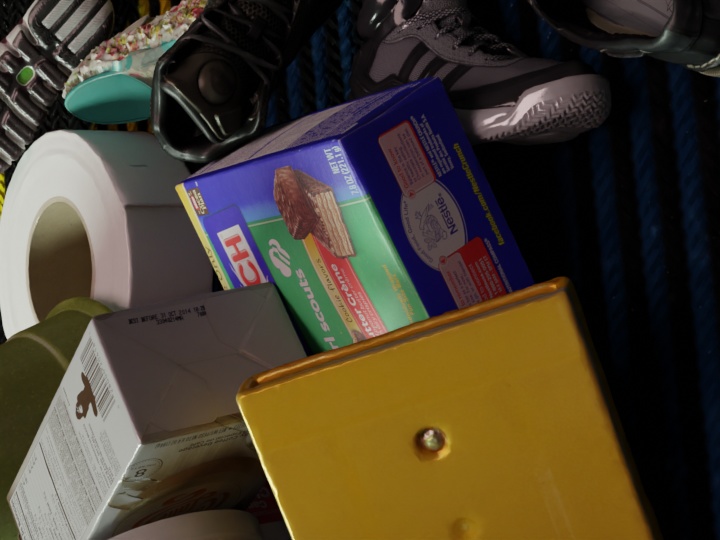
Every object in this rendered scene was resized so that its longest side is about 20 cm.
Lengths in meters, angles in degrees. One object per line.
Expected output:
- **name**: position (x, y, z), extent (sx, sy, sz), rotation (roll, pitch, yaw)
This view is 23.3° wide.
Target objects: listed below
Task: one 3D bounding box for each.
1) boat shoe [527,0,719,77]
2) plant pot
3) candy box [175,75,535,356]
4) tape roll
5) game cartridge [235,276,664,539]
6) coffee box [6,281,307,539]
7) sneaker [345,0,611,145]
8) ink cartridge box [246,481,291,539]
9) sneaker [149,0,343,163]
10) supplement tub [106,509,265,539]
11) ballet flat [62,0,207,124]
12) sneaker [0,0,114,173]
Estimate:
- **boat shoe**: position (0.111, -0.151, 0.869), extent (0.199, 0.066, 0.075), rotation (45, 126, 42)
- **plant pot**: position (-0.246, 0.133, 1.134), extent (0.199, 0.188, 0.203), rotation (20, 115, 49)
- **candy box**: position (0.000, 0.000, 0.948), extent (0.199, 0.077, 0.170), rotation (-8, 110, 60)
- **tape roll**: position (-0.187, -0.001, 1.257), extent (0.201, 0.070, 0.205), rotation (2, 92, 53)
- **game cartridge**: position (0.053, 0.122, 0.861), extent (0.174, 0.032, 0.202), rotation (-17, 104, 14)
- **coffee box**: position (-0.115, 0.102, 0.978), extent (0.080, 0.113, 0.200), rotation (63, 145, 24)
- **sneaker**: position (0.054, -0.123, 0.935), extent (0.199, 0.075, 0.115), rotation (0, 94, 55)
- **ink cartridge box**: position (-0.054, 0.243, 1.082), extent (0.148, 0.085, 0.201), rotation (-57, 48, 35)
- **sneaker**: position (-0.055, -0.140, 0.976), extent (0.200, 0.076, 0.114), rotation (-51, 15, 17)
- **supplement tub**: position (-0.083, 0.246, 0.940), extent (0.144, 0.143, 0.202), rotation (-44, 58, 43)
- **ballet flat**: position (-0.131, -0.148, 1.193), extent (0.199, 0.075, 0.065), rotation (-10, 57, 47)
- **sneaker**: position (-0.256, -0.139, 1.301), extent (0.200, 0.076, 0.116), rotation (-41, 14, 7)
